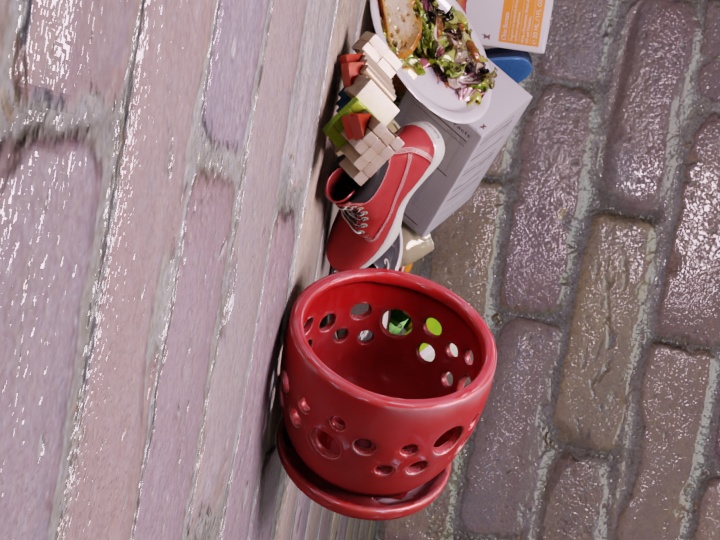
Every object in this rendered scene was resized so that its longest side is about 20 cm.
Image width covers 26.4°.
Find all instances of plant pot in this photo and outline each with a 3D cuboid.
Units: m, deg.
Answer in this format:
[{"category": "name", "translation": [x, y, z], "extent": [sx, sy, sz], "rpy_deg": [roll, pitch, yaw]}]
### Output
[{"category": "plant pot", "translation": [0.013, 0.126, 1.477], "extent": [0.201, 0.200, 0.183], "rpy_deg": [-73, 180, -54]}]

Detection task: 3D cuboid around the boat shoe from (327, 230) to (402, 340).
[{"category": "boat shoe", "translation": [0.000, 0.000, 1.755], "extent": [0.060, 0.074, 0.201], "rpy_deg": [38, 60, -65]}]

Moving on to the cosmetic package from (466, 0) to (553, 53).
[{"category": "cosmetic package", "translation": [0.155, -0.358, 2.033], "extent": [0.071, 0.199, 0.102], "rpy_deg": [-70, 167, -59]}]

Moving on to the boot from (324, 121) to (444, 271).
[{"category": "boot", "translation": [-0.010, -0.063, 1.582], "extent": [0.144, 0.072, 0.200], "rpy_deg": [-24, 153, -50]}]

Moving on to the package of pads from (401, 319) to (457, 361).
[{"category": "package of pads", "translation": [0.034, 0.134, 1.810], "extent": [0.200, 0.068, 0.155], "rpy_deg": [-37, 173, 1]}]

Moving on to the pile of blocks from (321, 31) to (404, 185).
[{"category": "pile of blocks", "translation": [-0.008, -0.166, 1.494], "extent": [0.062, 0.082, 0.200], "rpy_deg": [44, 28, -29]}]

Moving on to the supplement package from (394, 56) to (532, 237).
[{"category": "supplement package", "translation": [0.100, -0.157, 1.845], "extent": [0.109, 0.114, 0.200], "rpy_deg": [-39, 167, -39]}]

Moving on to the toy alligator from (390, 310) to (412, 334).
[{"category": "toy alligator", "translation": [0.037, 0.051, 1.988], "extent": [0.054, 0.059, 0.200], "rpy_deg": [-51, -168, 3]}]

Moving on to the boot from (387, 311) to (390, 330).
[{"category": "boot", "translation": [0.011, 0.016, 1.889], "extent": [0.200, 0.072, 0.167], "rpy_deg": [104, -7, -66]}]

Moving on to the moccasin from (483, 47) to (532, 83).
[{"category": "moccasin", "translation": [0.132, -0.279, 2.079], "extent": [0.081, 0.199, 0.068], "rpy_deg": [62, 25, -51]}]

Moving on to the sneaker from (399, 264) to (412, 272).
[{"category": "sneaker", "translation": [0.074, -0.080, 2.039], "extent": [0.073, 0.077, 0.201], "rpy_deg": [29, -68, 51]}]

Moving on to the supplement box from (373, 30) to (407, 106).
[{"category": "supplement box", "translation": [0.051, -0.246, 1.865], "extent": [0.200, 0.066, 0.069], "rpy_deg": [61, 39, -81]}]

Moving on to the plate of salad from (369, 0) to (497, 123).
[{"category": "plate of salad", "translation": [0.088, -0.258, 1.713], "extent": [0.048, 0.200, 0.200], "rpy_deg": [-29, -148, 36]}]

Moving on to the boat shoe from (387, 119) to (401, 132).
[{"category": "boat shoe", "translation": [0.024, -0.152, 1.724], "extent": [0.201, 0.073, 0.063], "rpy_deg": [-5, 110, -77]}]

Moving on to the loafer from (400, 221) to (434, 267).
[{"category": "loafer", "translation": [0.051, -0.086, 1.955], "extent": [0.076, 0.068, 0.200], "rpy_deg": [97, -13, -56]}]

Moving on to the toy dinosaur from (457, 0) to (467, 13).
[{"category": "toy dinosaur", "translation": [0.112, -0.348, 1.956], "extent": [0.182, 0.200, 0.105], "rpy_deg": [-46, -147, 34]}]
